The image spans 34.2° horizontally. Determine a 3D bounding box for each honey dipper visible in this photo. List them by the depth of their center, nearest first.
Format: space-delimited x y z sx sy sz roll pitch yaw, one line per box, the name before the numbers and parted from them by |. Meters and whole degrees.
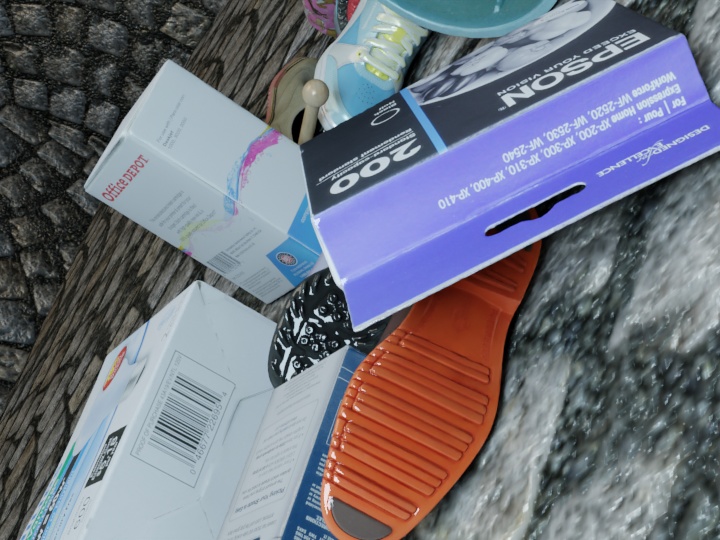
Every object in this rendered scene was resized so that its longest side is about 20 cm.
honey dipper | -0.049 -0.102 1.026 0.201 0.037 0.038 113 179 -62

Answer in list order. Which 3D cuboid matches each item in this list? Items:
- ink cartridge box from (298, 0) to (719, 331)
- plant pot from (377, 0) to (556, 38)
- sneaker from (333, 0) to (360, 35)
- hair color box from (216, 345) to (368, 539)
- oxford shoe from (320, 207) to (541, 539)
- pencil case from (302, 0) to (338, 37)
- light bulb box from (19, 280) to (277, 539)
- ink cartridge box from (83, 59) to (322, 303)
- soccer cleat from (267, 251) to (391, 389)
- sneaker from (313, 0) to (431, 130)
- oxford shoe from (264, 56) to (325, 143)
ink cartridge box | 0.065 -0.066 0.587 0.196 0.044 0.200 -27 22 3
plant pot | 0.091 -0.310 0.835 0.200 0.199 0.198 -31 25 58
sneaker | 0.023 -0.287 1.203 0.202 0.078 0.096 -65 2 -36
hair color box | -0.036 0.151 0.630 0.100 0.060 0.202 -35 29 54
oxford shoe | 0.036 0.053 0.600 0.202 0.070 0.073 -60 -1 -24
pencil case | -0.032 -0.339 1.266 0.082 0.087 0.200 -32 -18 -7
light bulb box | -0.135 0.144 0.818 0.199 0.124 0.200 -33 31 54
ink cartridge box | -0.120 -0.070 1.000 0.144 0.198 0.086 -28 35 59
soccer cleat | 0.000 0.000 0.793 0.202 0.067 0.073 -64 -1 -10
sneaker | 0.030 -0.210 1.011 0.130 0.079 0.202 -37 29 55
oxford shoe | -0.060 -0.163 1.248 0.073 0.071 0.202 -15 41 31
